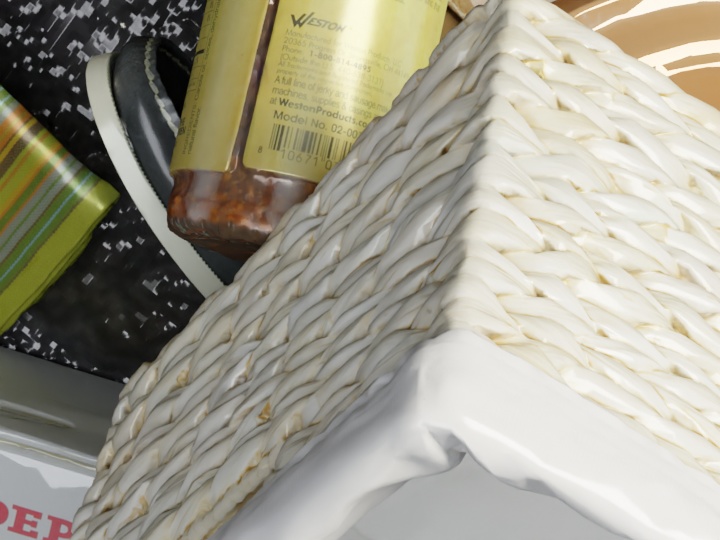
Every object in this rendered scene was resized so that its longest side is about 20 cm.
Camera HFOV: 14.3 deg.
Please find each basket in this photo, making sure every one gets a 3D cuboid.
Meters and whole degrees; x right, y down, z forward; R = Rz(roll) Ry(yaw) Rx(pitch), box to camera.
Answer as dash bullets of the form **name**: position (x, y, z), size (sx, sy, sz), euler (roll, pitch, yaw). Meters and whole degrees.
- **basket**: position (0.044, 0.076, 0.681), size (0.200, 0.161, 0.198), euler (30, 129, -19)

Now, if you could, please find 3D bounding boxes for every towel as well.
- **towel**: position (-0.159, -0.071, 0.863), size (0.200, 0.018, 0.086), euler (46, 138, -1)

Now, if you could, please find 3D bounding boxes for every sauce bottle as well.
- **sauce bottle**: position (-0.001, -0.099, 0.764), size (0.066, 0.066, 0.200), euler (14, 84, 7)

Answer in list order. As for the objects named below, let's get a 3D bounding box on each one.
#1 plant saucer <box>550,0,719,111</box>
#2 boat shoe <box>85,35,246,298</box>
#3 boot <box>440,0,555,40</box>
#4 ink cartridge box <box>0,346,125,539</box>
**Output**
- **plant saucer**: position (0.095, 0.015, 0.807), size (0.200, 0.032, 0.201), euler (-5, 107, -15)
- **boat shoe**: position (0.000, 0.000, 0.830), size (0.068, 0.072, 0.200), euler (-36, 112, 19)
- **boot**: position (-0.018, -0.087, 0.831), size (0.200, 0.066, 0.175), euler (46, 106, -3)
- **ink cartridge box**: position (-0.126, 0.128, 0.885), size (0.145, 0.088, 0.200), euler (16, 106, 6)
